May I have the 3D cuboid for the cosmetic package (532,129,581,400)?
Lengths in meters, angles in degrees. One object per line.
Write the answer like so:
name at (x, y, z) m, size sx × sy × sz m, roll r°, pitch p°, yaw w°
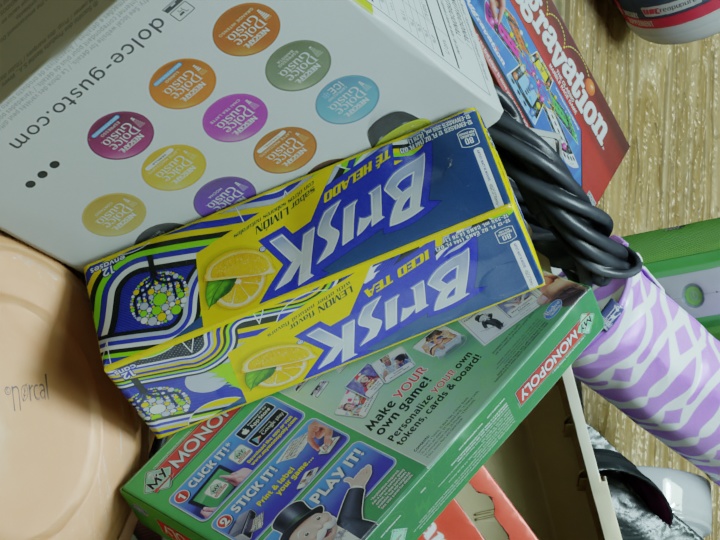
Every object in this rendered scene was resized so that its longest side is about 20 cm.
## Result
cosmetic package at (0.095, 0.010, 1.369) m, size 0.082 × 0.050 × 0.201 m, roll 4°, pitch 78°, yaw -49°

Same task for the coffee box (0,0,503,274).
coffee box at (-0.083, -0.128, 1.029) m, size 0.198 × 0.199 × 0.201 m, roll 32°, pitch 32°, yaw -42°

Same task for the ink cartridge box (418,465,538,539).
ink cartridge box at (-0.009, 0.165, 1.010) m, size 0.200 × 0.050 × 0.109 m, roll -37°, pitch 90°, yaw -4°

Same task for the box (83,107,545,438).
box at (-0.021, 0.003, 0.996) m, size 0.070 × 0.199 × 0.064 m, roll 61°, pitch 9°, yaw -52°

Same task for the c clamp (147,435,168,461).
c clamp at (-0.003, 0.050, 1.076) m, size 0.027 × 0.199 × 0.172 m, roll 83°, pitch 12°, yaw -64°

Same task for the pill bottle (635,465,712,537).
pill bottle at (0.176, 0.232, 1.375) m, size 0.114 × 0.114 × 0.201 m, roll 23°, pitch 64°, yaw -46°

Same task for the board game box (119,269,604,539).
board game box at (0.001, 0.064, 1.001) m, size 0.200 × 0.134 × 0.029 m, roll -46°, pitch 133°, yaw -21°

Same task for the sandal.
sandal at (0.159, 0.147, 1.300) m, size 0.200 × 0.048 × 0.075 m, roll 38°, pitch 63°, yaw -12°

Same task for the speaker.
speaker at (0.216, 0.009, 1.411) m, size 0.088 × 0.199 × 0.089 m, roll 16°, pitch 68°, yaw -48°

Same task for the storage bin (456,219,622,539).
storage bin at (0.023, 0.096, 1.117) m, size 0.094 × 0.198 × 0.201 m, roll 82°, pitch -5°, yaw -69°

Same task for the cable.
cable at (0.073, -0.060, 1.174) m, size 0.051 × 0.200 × 0.163 m, roll -47°, pitch 155°, yaw -14°

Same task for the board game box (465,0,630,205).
board game box at (0.118, -0.134, 1.473) m, size 0.200 × 0.019 × 0.103 m, roll 58°, pitch 41°, yaw -24°

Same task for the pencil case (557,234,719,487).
pencil case at (0.195, 0.061, 1.345) m, size 0.200 × 0.084 × 0.086 m, roll 38°, pitch 83°, yaw -32°

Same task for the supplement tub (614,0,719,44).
supplement tub at (0.212, -0.274, 1.526) m, size 0.200 × 0.140 × 0.141 m, roll 55°, pitch 44°, yaw -26°

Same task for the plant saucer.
plant saucer at (-0.169, 0.069, 0.972) m, size 0.200 × 0.032 × 0.201 m, roll 15°, pitch 69°, yaw -47°

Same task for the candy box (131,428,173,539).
candy box at (-0.142, 0.130, 1.054) m, size 0.116 × 0.056 × 0.201 m, roll 6°, pitch 77°, yaw -50°
